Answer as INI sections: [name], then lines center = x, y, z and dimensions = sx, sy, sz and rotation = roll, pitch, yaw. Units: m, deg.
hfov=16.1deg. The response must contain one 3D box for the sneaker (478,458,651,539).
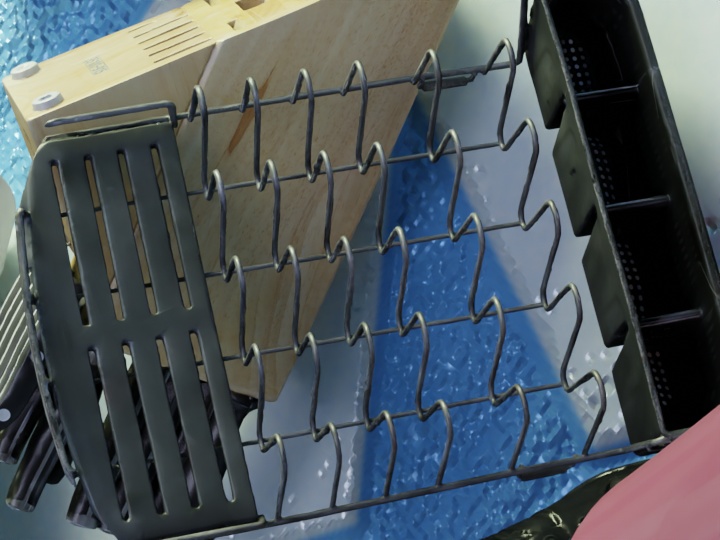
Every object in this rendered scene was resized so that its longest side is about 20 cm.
[sneaker]
center = 0.024, 0.110, 0.721
dimensions = 0.200, 0.104, 0.060
rotation = -26, 82, 9

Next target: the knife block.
[knife block]
center = -0.041, 0.001, 0.851
dimensions = 0.200, 0.176, 0.064
rotation = -24, 22, -8

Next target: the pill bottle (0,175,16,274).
[pill bottle]
center = -0.191, 0.052, 0.906
dimensions = 0.114, 0.114, 0.200
rotation = -10, 57, 37

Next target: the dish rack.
[dish rack]
center = 0.000, 0.000, 0.762
dimensions = 0.200, 0.055, 0.154
rotation = -10, 71, -10

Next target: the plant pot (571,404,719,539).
[plant pot]
center = 0.150, 0.086, 0.622
dimensions = 0.179, 0.200, 0.200
rotation = -29, 64, 48
